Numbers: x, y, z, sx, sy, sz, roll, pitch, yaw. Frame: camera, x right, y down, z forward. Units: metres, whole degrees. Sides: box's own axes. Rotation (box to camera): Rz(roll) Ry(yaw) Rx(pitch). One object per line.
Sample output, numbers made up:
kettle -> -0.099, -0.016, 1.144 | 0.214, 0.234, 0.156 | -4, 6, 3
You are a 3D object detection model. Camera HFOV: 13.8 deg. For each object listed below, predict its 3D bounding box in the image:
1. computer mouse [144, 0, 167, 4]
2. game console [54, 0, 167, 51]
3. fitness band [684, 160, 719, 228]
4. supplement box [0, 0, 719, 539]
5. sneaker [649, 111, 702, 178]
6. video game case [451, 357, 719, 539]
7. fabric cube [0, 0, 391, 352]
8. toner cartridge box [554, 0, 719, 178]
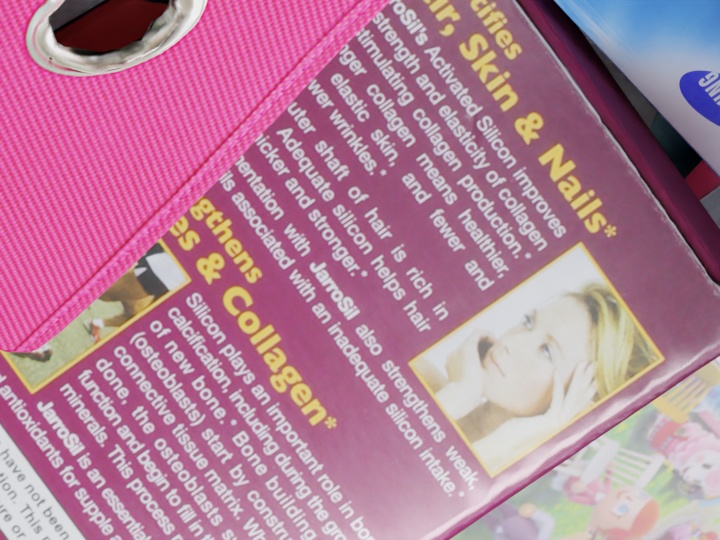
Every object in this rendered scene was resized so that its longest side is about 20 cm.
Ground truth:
computer mouse -> 0.000, -0.099, 0.788 | 0.200, 0.034, 0.059 | -6, 147, -49
game console -> -0.070, 0.020, 0.867 | 0.200, 0.119, 0.172 | -30, 164, 7
fitness band -> 0.179, -0.006, 0.913 | 0.144, 0.037, 0.200 | 32, 136, -29
supplement box -> -0.018, 0.011, 0.750 | 0.200, 0.131, 0.103 | -34, -176, 9
sneaker -> 0.131, -0.074, 0.904 | 0.082, 0.074, 0.200 | -14, 147, -16
video game case -> 0.082, 0.101, 0.909 | 0.200, 0.022, 0.182 | -39, 121, 17
fabric cube -> -0.110, -0.119, 0.444 | 0.199, 0.200, 0.196 | 3, 143, -45
toner cartridge box -> 0.049, -0.104, 0.716 | 0.043, 0.095, 0.200 | -33, 146, 13
